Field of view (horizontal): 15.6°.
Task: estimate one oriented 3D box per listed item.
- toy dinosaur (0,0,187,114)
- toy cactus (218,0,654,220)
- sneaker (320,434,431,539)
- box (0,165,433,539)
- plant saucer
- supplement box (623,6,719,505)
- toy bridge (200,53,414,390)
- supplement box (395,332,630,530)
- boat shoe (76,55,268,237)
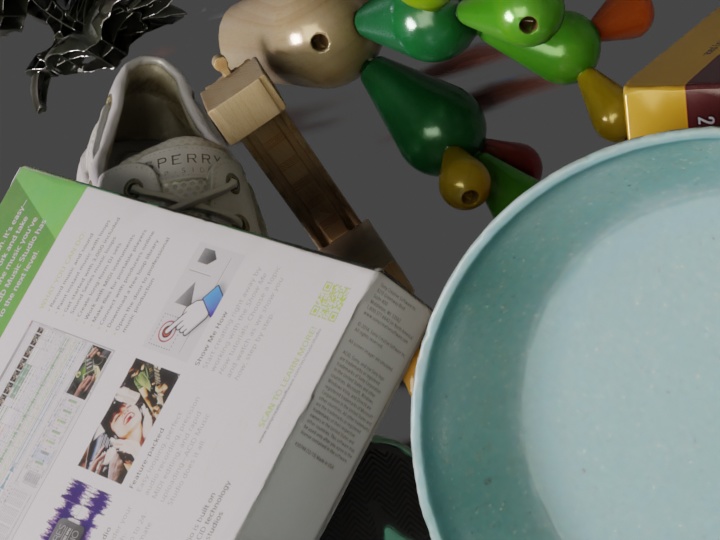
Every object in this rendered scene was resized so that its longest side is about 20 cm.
[{"bbox_3d":[-0.142,-0.139,1.023,0.136,0.102,0.200,55,136,26],"label":"toy dinosaur"},{"bbox_3d":[0.014,-0.100,0.960,0.165,0.102,0.200,-3,128,48],"label":"toy cactus"},{"bbox_3d":[0.001,0.171,1.033,0.077,0.140,0.201,0,78,-12],"label":"sneaker"},{"bbox_3d":[-0.081,0.049,0.863,0.199,0.036,0.145,18,75,46],"label":"box"},{"bbox_3d":[0.113,0.052,0.763,0.199,0.036,0.201,7,110,19],"label":"plant saucer"},{"bbox_3d":[0.209,-0.020,0.832,0.199,0.197,0.134,-1,107,23],"label":"supplement box"},{"bbox_3d":[0.000,0.000,1.001,0.027,0.067,0.200,-33,108,2],"label":"toy bridge"},{"bbox_3d":[0.064,0.035,0.907,0.066,0.200,0.069,-24,93,9],"label":"supplement box"},{"bbox_3d":[-0.070,-0.017,0.966,0.070,0.200,0.070,-2,121,-17],"label":"boat shoe"}]
